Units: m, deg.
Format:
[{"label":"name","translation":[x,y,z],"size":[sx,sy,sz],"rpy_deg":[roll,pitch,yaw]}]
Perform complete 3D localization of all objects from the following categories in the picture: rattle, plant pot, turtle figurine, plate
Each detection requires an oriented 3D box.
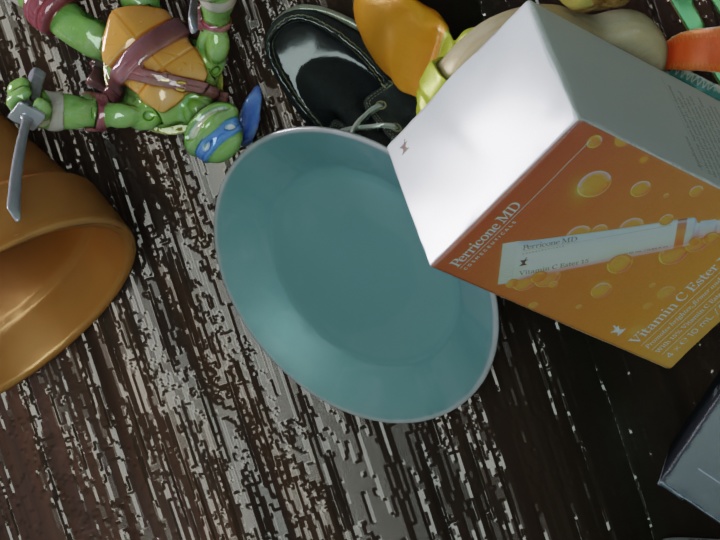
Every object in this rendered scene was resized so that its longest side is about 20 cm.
[{"label":"rattle","translation":[0.116,-0.129,1.452],"size":[0.199,0.143,0.131],"rpy_deg":[-23,117,-7]},{"label":"plant pot","translation":[-0.255,-0.018,1.484],"size":[0.200,0.200,0.140],"rpy_deg":[-40,72,12]},{"label":"turtle figurine","translation":[-0.150,-0.151,1.445],"size":[0.194,0.199,0.144],"rpy_deg":[50,125,23]},{"label":"plate","translation":[0.000,0.000,1.478],"size":[0.199,0.026,0.201],"rpy_deg":[18,127,25]}]

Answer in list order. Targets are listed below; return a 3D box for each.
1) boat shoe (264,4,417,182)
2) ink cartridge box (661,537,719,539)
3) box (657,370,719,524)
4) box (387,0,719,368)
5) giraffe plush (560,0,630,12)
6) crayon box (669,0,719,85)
[{"label":"boat shoe","translation":[0.016,-0.082,1.480],"size":[0.072,0.068,0.200],"rpy_deg":[-42,86,14]},{"label":"ink cartridge box","translation":[0.213,0.270,1.441],"size":[0.083,0.145,0.202],"rpy_deg":[0,97,10]},{"label":"box","translation":[0.289,0.075,1.424],"size":[0.148,0.107,0.201],"rpy_deg":[34,101,5]},{"label":"box","translation":[0.135,-0.044,1.377],"size":[0.124,0.199,0.098],"rpy_deg":[-45,43,27]},{"label":"giraffe plush","translation":[0.118,-0.240,1.308],"size":[0.171,0.162,0.202],"rpy_deg":[-10,93,12]},{"label":"crayon box","translation":[0.279,-0.181,1.426],"size":[0.199,0.051,0.127],"rpy_deg":[-32,90,13]}]
